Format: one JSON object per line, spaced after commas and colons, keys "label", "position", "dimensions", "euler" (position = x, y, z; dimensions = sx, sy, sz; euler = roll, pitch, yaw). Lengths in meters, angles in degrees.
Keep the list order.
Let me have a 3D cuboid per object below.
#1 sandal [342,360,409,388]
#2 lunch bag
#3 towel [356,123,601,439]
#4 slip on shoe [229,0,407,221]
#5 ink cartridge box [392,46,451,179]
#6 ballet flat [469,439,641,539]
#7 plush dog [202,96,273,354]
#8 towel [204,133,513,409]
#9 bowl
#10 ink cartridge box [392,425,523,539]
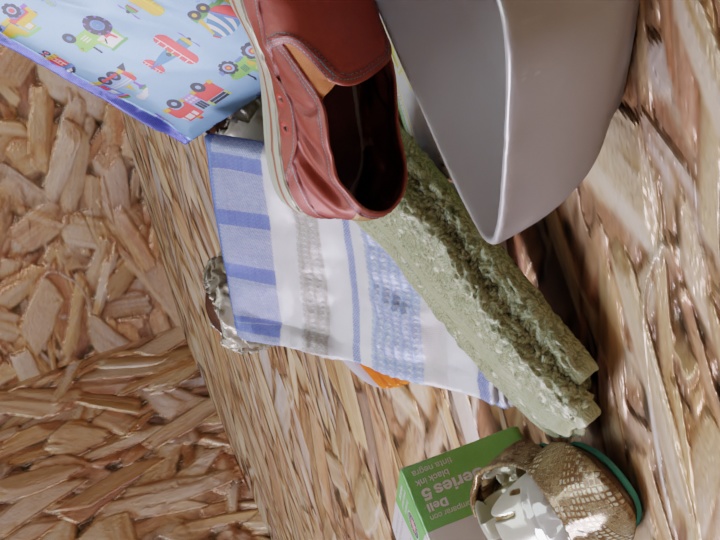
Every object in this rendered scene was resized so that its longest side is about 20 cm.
{"label": "sandal", "position": [0.038, 0.030, 1.530], "dimensions": [0.079, 0.059, 0.207], "euler": [56, 154, -15]}
{"label": "lunch bag", "position": [-0.132, -0.165, 1.324], "dimensions": [0.150, 0.200, 0.094], "euler": [-29, 54, 41]}
{"label": "towel", "position": [0.055, 0.007, 1.219], "dimensions": [0.200, 0.036, 0.148], "euler": [52, 173, 8]}
{"label": "slip on shoe", "position": [-0.015, -0.108, 1.054], "dimensions": [0.061, 0.074, 0.200], "euler": [19, 132, 37]}
{"label": "ink cartridge box", "position": [0.045, -0.119, 1.163], "dimensions": [0.200, 0.048, 0.146], "euler": [-149, 41, -81]}
{"label": "ballet flat", "position": [0.101, 0.132, 1.285], "dimensions": [0.071, 0.065, 0.200], "euler": [59, 172, 1]}
{"label": "plush dog", "position": [-0.019, -0.060, 1.500], "dimensions": [0.172, 0.160, 0.200], "euler": [-86, -3, -64]}
{"label": "towel", "position": [0.000, 0.000, 1.360], "dimensions": [0.200, 0.024, 0.147], "euler": [14, 129, 28]}
{"label": "bowl", "position": [0.055, -0.135, 0.969], "dimensions": [0.200, 0.074, 0.200], "euler": [86, 163, -63]}
{"label": "ink cartridge box", "position": [0.094, 0.219, 1.465], "dimensions": [0.146, 0.084, 0.200], "euler": [94, 155, -69]}
